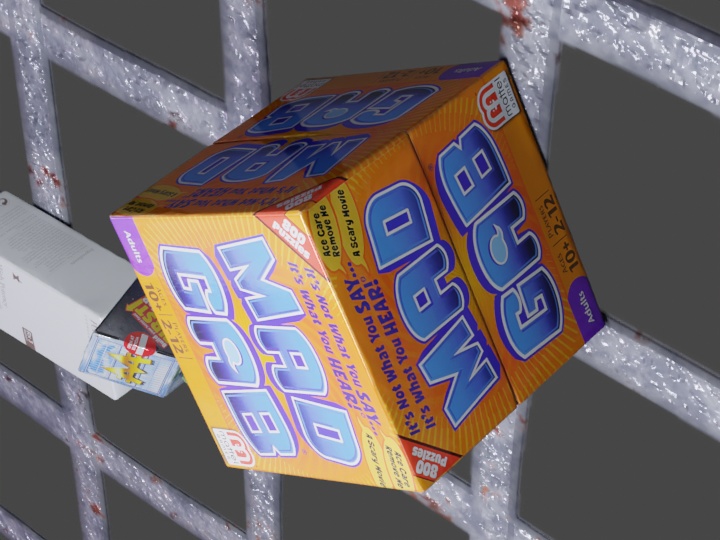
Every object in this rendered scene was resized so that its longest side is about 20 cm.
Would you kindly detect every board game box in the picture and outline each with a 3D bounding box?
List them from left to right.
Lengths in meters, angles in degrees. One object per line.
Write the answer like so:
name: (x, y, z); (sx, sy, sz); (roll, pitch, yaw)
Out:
board game box: (-0.097, 0.043, 1.444); (0.200, 0.200, 0.062); (45, 144, 11)
board game box: (0.000, 0.000, 1.293); (0.199, 0.200, 0.201); (1, 121, 49)

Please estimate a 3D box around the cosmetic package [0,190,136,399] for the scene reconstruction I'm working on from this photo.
cosmetic package: (-0.266, 0.020, 1.732); (0.199, 0.074, 0.102); (28, 140, 32)
